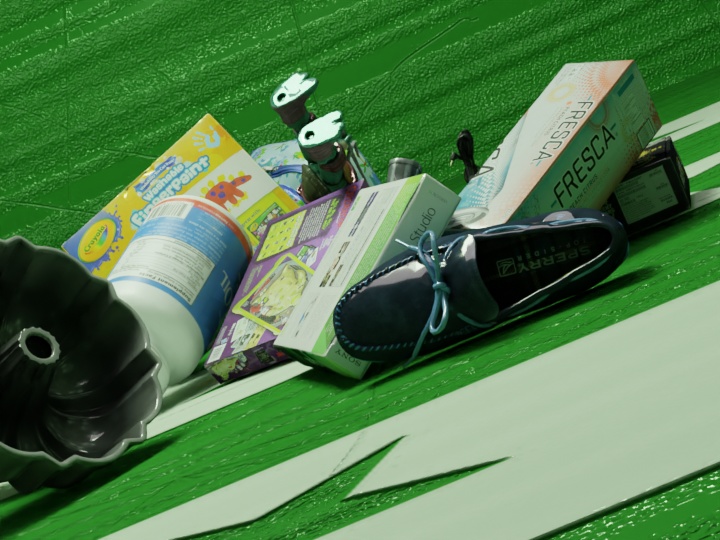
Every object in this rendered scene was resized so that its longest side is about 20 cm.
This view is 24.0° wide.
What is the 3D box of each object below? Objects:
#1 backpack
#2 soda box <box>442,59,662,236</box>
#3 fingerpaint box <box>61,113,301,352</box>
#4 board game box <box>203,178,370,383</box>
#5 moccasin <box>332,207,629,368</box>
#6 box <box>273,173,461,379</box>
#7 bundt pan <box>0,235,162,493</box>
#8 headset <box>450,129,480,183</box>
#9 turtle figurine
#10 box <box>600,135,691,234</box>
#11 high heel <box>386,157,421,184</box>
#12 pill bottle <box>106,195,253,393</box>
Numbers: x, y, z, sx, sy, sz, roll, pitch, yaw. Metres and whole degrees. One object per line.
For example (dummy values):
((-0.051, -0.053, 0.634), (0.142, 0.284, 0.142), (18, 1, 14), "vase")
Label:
((-0.070, -0.076, 2.241), (0.199, 0.183, 0.147), (-14, 32, 43), "backpack")
((0.139, -0.070, 1.233), (0.068, 0.064, 0.200), (2, 42, 45), "soda box")
((-0.166, -0.025, 1.688), (0.200, 0.167, 0.073), (-44, -14, -9), "fingerpaint box")
((-0.059, 0.008, 1.503), (0.120, 0.032, 0.201), (-26, 28, 36), "board game box")
((0.073, -0.001, 1.084), (0.199, 0.081, 0.068), (-24, -8, 2), "moccasin")
((0.001, 0.005, 1.231), (0.145, 0.036, 0.200), (-61, 10, -6), "box")
((-0.247, 0.076, 1.223), (0.076, 0.202, 0.202), (-48, -12, 35), "bundt pan")
((0.150, -0.087, 1.659), (0.123, 0.095, 0.200), (-19, 16, -18), "headset")
((-0.013, -0.093, 1.608), (0.149, 0.200, 0.101), (32, 77, 37), "turtle figurine")
((0.162, -0.040, 1.339), (0.199, 0.049, 0.161), (-24, 3, 15), "box")
((0.038, 0.012, 1.423), (0.071, 0.144, 0.200), (5, -22, 16), "high heel")
((-0.181, 0.034, 1.536), (0.112, 0.112, 0.201), (-20, 31, 38), "pill bottle")
